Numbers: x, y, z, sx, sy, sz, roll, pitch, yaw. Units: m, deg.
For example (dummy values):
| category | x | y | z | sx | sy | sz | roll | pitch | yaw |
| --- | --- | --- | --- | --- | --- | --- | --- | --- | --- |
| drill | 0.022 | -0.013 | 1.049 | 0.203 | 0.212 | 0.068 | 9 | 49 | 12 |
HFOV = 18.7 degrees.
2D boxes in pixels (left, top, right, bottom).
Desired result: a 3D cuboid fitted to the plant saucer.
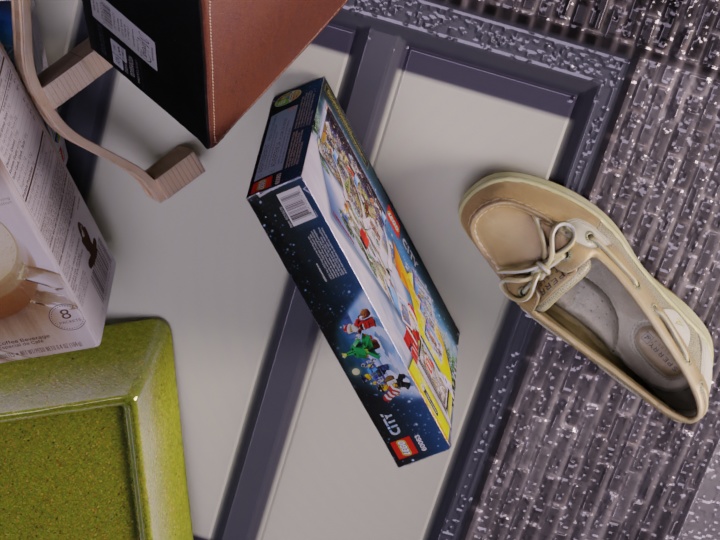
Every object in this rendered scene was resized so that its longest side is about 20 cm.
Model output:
| category | x | y | z | sx | sy | sz | roll | pitch | yaw |
| --- | --- | --- | --- | --- | --- | --- | --- | --- | --- |
| plant saucer | -0.211 | 0.143 | 1.436 | 0.199 | 0.048 | 0.201 | -8 | 114 | -9 |

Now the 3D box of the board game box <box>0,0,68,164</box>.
| category | x | y | z | sx | sy | sz | roll | pitch | yaw |
| --- | --- | --- | --- | --- | --- | --- | --- | --- | --- |
| board game box | -0.290 | -0.111 | 1.349 | 0.199 | 0.035 | 0.127 | -3 | 119 | 8 |

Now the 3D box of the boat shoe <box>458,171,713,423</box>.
| category | x | y | z | sx | sy | sz | roll | pitch | yaw |
| --- | --- | --- | --- | --- | --- | --- | --- | --- | --- |
| boat shoe | 0.142 | 0.017 | 1.355 | 0.073 | 0.063 | 0.201 | -39 | 109 | 24 |

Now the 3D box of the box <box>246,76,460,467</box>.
| category | x | y | z | sx | sy | sz | roll | pitch | yaw |
| --- | --- | --- | --- | --- | --- | --- | --- | --- | --- |
| box | 0.000 | 0.000 | 1.320 | 0.038 | 0.137 | 0.201 | -21 | 115 | 16 |

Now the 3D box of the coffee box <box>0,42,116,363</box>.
| category | x | y | z | sx | sy | sz | roll | pitch | yaw |
| --- | --- | --- | --- | --- | --- | --- | --- | --- | --- |
| coffee box | -0.239 | -0.040 | 1.315 | 0.114 | 0.080 | 0.200 | -11 | 132 | 15 |

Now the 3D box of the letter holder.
| category | x | y | z | sx | sy | sz | roll | pitch | yaw |
| --- | --- | --- | --- | --- | --- | --- | --- | --- | --- |
| letter holder | -0.074 | -0.183 | 1.206 | 0.100 | 0.200 | 0.142 | 40 | 74 | 11 |

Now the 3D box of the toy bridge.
| category | x | y | z | sx | sy | sz | roll | pitch | yaw |
| --- | --- | --- | --- | --- | --- | --- | --- | --- | --- |
| toy bridge | -0.169 | -0.121 | 1.309 | 0.067 | 0.027 | 0.200 | -38 | 119 | -15 |
